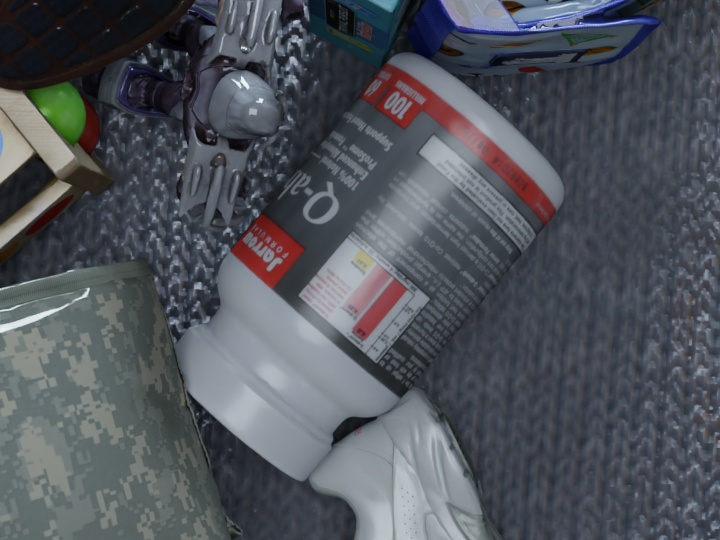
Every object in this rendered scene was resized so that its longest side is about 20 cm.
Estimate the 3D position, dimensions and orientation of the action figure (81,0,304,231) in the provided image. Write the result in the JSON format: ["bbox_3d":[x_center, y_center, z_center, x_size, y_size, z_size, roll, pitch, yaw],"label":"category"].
[{"bbox_3d":[-0.070,-0.093,0.890,0.069,0.200,0.131,21,98,-26],"label":"action figure"}]

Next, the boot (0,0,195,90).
[{"bbox_3d":[-0.103,-0.169,0.856,0.199,0.097,0.075,-37,125,15],"label":"boot"}]

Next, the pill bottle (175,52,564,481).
[{"bbox_3d":[0.000,0.000,0.931,0.116,0.116,0.200,40,89,0],"label":"pill bottle"}]

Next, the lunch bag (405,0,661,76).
[{"bbox_3d":[0.114,-0.170,0.910,0.199,0.170,0.124,-36,91,-3],"label":"lunch bag"}]

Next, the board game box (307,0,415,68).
[{"bbox_3d":[0.026,-0.186,0.892,0.047,0.200,0.152,27,89,-1],"label":"board game box"}]

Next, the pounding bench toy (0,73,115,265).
[{"bbox_3d":[-0.215,-0.059,0.889,0.156,0.200,0.125,-40,89,0],"label":"pounding bench toy"}]

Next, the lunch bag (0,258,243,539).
[{"bbox_3d":[-0.158,0.093,0.839,0.199,0.117,0.165,-14,84,-39],"label":"lunch bag"}]

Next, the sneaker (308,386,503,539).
[{"bbox_3d":[0.039,0.168,0.958,0.099,0.078,0.201,-28,80,6],"label":"sneaker"}]
